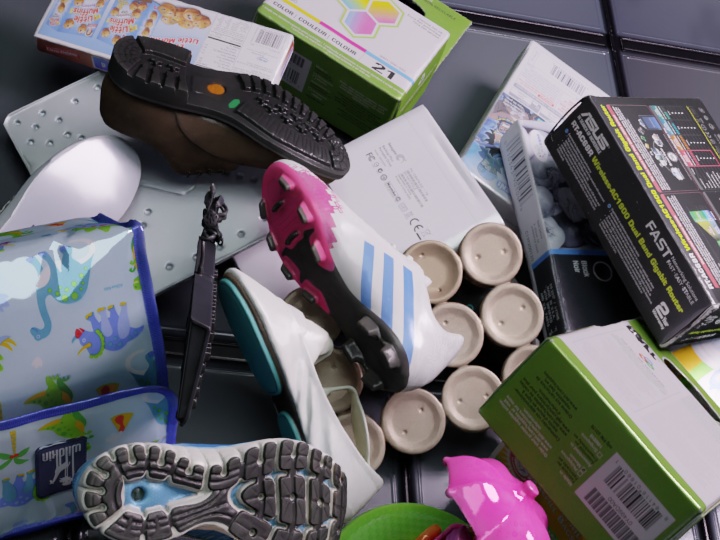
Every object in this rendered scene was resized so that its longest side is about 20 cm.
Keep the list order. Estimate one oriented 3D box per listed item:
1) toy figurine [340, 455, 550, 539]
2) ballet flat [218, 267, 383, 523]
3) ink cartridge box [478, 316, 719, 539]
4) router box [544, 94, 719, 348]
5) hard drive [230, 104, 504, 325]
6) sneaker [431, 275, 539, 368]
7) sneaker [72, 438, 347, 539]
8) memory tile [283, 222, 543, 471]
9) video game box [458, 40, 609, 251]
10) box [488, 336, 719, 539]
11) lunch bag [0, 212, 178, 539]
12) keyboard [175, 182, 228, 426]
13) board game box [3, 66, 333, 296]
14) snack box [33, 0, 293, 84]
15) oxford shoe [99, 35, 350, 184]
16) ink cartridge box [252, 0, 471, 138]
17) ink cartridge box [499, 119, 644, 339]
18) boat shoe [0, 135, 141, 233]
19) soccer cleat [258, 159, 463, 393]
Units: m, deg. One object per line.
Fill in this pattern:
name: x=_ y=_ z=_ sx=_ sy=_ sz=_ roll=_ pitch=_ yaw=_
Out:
toy figurine: x=0.046 y=0.201 z=0.936 sx=0.199 sy=0.185 sz=0.150 roll=-34 pitch=72 yaw=-33
ballet flat: x=-0.039 y=0.084 z=1.027 sx=0.069 sy=0.069 sz=0.201 roll=-25 pitch=94 yaw=-31
ink cartridge box: x=0.190 y=0.116 z=0.991 sx=0.148 sy=0.076 sz=0.200 roll=50 pitch=23 yaw=17
router box: x=0.252 y=-0.043 z=1.117 sx=0.149 sy=0.062 sz=0.201 roll=-4 pitch=58 yaw=-42
hard drive: x=-0.004 y=-0.036 z=1.132 sx=0.199 sy=0.027 sz=0.132 roll=-28 pitch=64 yaw=-9
sneaker: x=0.075 y=0.015 z=1.154 sx=0.079 sy=0.076 sz=0.201 roll=-22 pitch=58 yaw=-16
sneaker: x=-0.100 y=0.144 z=0.951 sx=0.199 sy=0.090 sz=0.079 roll=12 pitch=84 yaw=-28
memory tile: x=0.046 y=0.058 z=1.079 sx=0.198 sy=0.017 sz=0.154 roll=-19 pitch=82 yaw=-7
video game box: x=0.190 y=-0.082 z=1.250 sx=0.199 sy=0.047 sz=0.183 roll=35 pitch=51 yaw=-3
box: x=0.208 y=0.141 z=1.082 sx=0.199 sy=0.102 sz=0.113 roll=-20 pitch=65 yaw=-29
lunch bag: x=-0.220 y=0.076 z=0.957 sx=0.169 sy=0.127 sz=0.202 roll=-12 pitch=102 yaw=-24
keyboard: x=-0.107 y=0.015 z=0.975 sx=0.020 sy=0.128 sz=0.200 roll=8 pitch=16 yaw=-8
board game box: x=-0.152 y=-0.083 z=1.127 sx=0.199 sy=0.026 sz=0.201 roll=-28 pitch=67 yaw=-13
snack box: x=-0.158 y=-0.184 z=1.147 sx=0.198 sy=0.024 sz=0.072 roll=18 pitch=66 yaw=7
oxford shoe: x=-0.104 y=-0.106 z=1.091 sx=0.199 sy=0.085 sz=0.073 roll=22 pitch=37 yaw=-9
ink cartridge box: x=0.009 y=-0.226 z=1.272 sx=0.147 sy=0.076 sz=0.200 roll=32 pitch=54 yaw=4
ink cartridge box: x=0.226 y=-0.025 z=1.182 sx=0.198 sy=0.043 sz=0.200 roll=3 pitch=61 yaw=-25
boat shoe: x=-0.245 y=-0.029 z=1.053 sx=0.200 sy=0.056 sz=0.069 roll=-49 pitch=116 yaw=-27
soccer cleat: x=0.000 y=0.000 z=1.052 sx=0.086 sy=0.070 sz=0.201 roll=-20 pitch=71 yaw=-37
